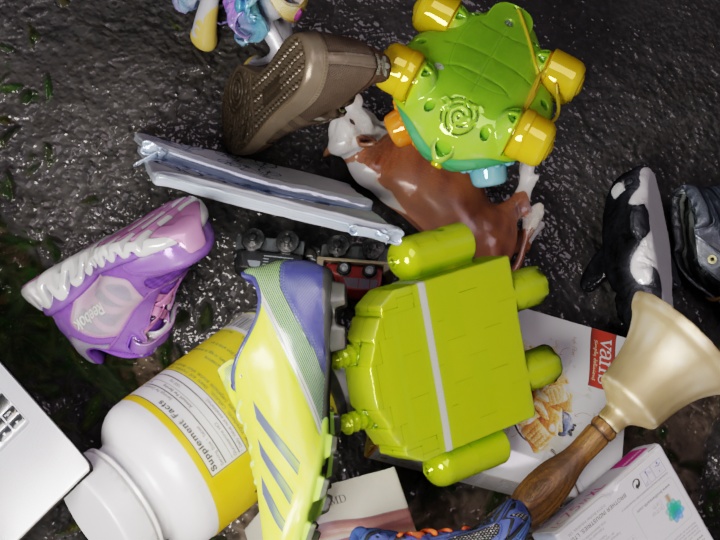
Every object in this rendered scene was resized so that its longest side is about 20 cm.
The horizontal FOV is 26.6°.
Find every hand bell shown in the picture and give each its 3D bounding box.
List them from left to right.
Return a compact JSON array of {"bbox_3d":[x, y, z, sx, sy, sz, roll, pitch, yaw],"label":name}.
[{"bbox_3d":[0.173,0.121,1.123,0.200,0.104,0.104,-44,84,-7],"label":"hand bell"}]

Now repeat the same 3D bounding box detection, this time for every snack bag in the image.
[{"bbox_3d":[-0.074,-0.064,1.117,0.187,0.200,0.022,14,98,-12],"label":"snack bag"}]

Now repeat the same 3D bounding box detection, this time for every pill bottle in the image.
[{"bbox_3d":[-0.105,0.116,1.056,0.199,0.113,0.113,-36,81,-28],"label":"pill bottle"}]

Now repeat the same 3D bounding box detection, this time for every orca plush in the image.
[{"bbox_3d":[0.220,0.014,1.256,0.105,0.071,0.202,14,64,-63],"label":"orca plush"}]

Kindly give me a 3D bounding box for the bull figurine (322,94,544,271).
[{"bbox_3d":[0.063,-0.075,1.226,0.121,0.065,0.200,-38,82,-30],"label":"bull figurine"}]

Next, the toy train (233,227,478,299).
[{"bbox_3d":[0.000,0.000,1.157,0.198,0.034,0.046,5,67,6],"label":"toy train"}]

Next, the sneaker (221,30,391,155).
[{"bbox_3d":[-0.045,-0.126,1.144,0.075,0.200,0.071,3,83,-24],"label":"sneaker"}]

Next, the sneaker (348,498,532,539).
[{"bbox_3d":[0.029,0.194,0.988,0.199,0.075,0.079,-24,73,-28],"label":"sneaker"}]

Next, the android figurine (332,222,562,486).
[{"bbox_3d":[0.061,0.062,1.089,0.199,0.041,0.184,-18,100,-36],"label":"android figurine"}]

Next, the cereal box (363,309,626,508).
[{"bbox_3d":[0.110,0.097,1.177,0.198,0.040,0.145,15,63,-11],"label":"cereal box"}]

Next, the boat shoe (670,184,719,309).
[{"bbox_3d":[0.318,0.017,1.272,0.090,0.071,0.202,0,60,-17],"label":"boat shoe"}]

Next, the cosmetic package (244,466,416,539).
[{"bbox_3d":[0.002,0.250,1.044,0.103,0.087,0.202,-13,71,-22],"label":"cosmetic package"}]

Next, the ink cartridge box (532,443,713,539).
[{"bbox_3d":[0.223,0.246,1.130,0.119,0.042,0.201,-33,93,-28],"label":"ink cartridge box"}]

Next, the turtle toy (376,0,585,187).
[{"bbox_3d":[0.092,-0.143,1.179,0.145,0.101,0.201,28,50,3],"label":"turtle toy"}]

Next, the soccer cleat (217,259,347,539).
[{"bbox_3d":[-0.054,0.093,0.999,0.083,0.065,0.202,4,83,2],"label":"soccer cleat"}]

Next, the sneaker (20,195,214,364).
[{"bbox_3d":[-0.154,0.014,1.053,0.080,0.199,0.089,-33,96,-40],"label":"sneaker"}]

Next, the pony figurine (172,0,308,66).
[{"bbox_3d":[-0.088,-0.248,1.177,0.166,0.200,0.194,-33,80,-27],"label":"pony figurine"}]

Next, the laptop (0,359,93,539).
[{"bbox_3d":[-0.310,0.116,0.942,0.187,0.116,0.200,-44,83,2],"label":"laptop"}]
